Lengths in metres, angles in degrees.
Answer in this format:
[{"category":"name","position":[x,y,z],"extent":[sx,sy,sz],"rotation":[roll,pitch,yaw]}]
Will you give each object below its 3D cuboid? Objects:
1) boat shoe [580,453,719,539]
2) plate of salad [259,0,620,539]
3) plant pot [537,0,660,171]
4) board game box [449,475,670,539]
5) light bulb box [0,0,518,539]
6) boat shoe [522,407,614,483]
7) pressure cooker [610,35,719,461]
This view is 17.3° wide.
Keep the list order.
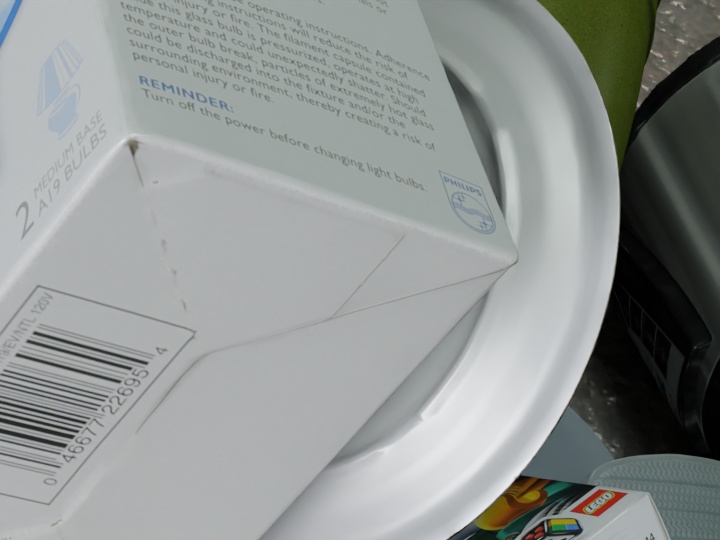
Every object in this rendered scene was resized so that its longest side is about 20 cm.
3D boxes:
[{"category":"boat shoe","position":[0.154,0.124,0.878],"extent":[0.200,0.067,0.074],"rotation":[16,36,-25]},{"category":"plate of salad","position":[0.000,0.000,0.737],"extent":[0.048,0.200,0.200],"rotation":[24,30,-48]},{"category":"plant pot","position":[0.023,-0.055,0.940],"extent":[0.200,0.200,0.193],"rotation":[15,53,-14]},{"category":"board game box","position":[-0.018,0.122,0.684],"extent":[0.200,0.126,0.035],"rotation":[-33,109,-30]},{"category":"light bulb box","position":[-0.083,-0.025,0.681],"extent":[0.125,0.198,0.200],"rotation":[19,36,-34]},{"category":"boat shoe","position":[0.024,0.082,0.861],"extent":[0.202,0.086,0.075],"rotation":[28,44,-47]},{"category":"pressure cooker","position":[0.205,0.010,0.957],"extent":[0.176,0.179,0.200],"rotation":[5,43,-28]}]
